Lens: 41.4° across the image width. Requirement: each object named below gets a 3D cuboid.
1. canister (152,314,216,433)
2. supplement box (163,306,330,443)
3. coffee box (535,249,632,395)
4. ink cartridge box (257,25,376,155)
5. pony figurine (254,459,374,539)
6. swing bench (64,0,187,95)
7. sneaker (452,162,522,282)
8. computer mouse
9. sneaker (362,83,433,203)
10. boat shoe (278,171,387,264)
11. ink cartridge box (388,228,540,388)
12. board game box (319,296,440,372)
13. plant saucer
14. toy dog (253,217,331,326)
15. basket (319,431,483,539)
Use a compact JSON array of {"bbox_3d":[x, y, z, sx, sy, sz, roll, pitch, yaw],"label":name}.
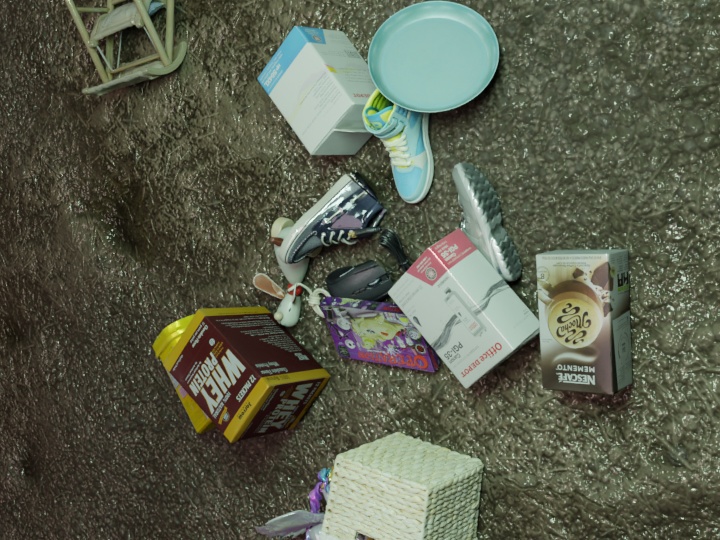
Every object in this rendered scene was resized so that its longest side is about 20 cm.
[{"bbox_3d":[-0.318,0.205,1.867,0.200,0.086,0.149,61,147,11],"label":"canister"},{"bbox_3d":[-0.201,0.180,1.711,0.200,0.197,0.133,43,110,24],"label":"supplement box"},{"bbox_3d":[0.325,0.072,1.382,0.113,0.080,0.200,-1,96,36],"label":"coffee box"},{"bbox_3d":[-0.049,-0.287,1.585,0.125,0.128,0.200,-45,69,33],"label":"ink cartridge box"},{"bbox_3d":[-0.066,0.466,1.708,0.193,0.167,0.200,-31,72,3],"label":"pony figurine"},{"bbox_3d":[-0.455,-0.460,1.873,0.199,0.130,0.200,-6,98,37],"label":"swing bench"},{"bbox_3d":[0.176,-0.068,1.478,0.082,0.075,0.200,-22,83,35],"label":"sneaker"},{"bbox_3d":[0.000,0.000,1.603,0.200,0.046,0.141,-12,119,37],"label":"computer mouse"},{"bbox_3d":[0.053,-0.204,1.518,0.079,0.130,0.200,0,97,36],"label":"sneaker"},{"bbox_3d":[-0.045,-0.068,1.616,0.093,0.075,0.200,44,96,20],"label":"boat shoe"},{"bbox_3d":[0.159,0.060,1.465,0.200,0.083,0.147,51,140,9],"label":"ink cartridge box"},{"bbox_3d":[0.032,0.106,1.611,0.200,0.032,0.120,5,132,37],"label":"board game box"},{"bbox_3d":[0.112,-0.323,1.461,0.200,0.027,0.201,-3,67,8],"label":"plant saucer"},{"bbox_3d":[-0.133,0.003,1.709,0.132,0.096,0.200,-8,91,38],"label":"toy dog"},{"bbox_3d":[0.069,0.378,1.545,0.198,0.200,0.161,12,102,35],"label":"basket"}]
